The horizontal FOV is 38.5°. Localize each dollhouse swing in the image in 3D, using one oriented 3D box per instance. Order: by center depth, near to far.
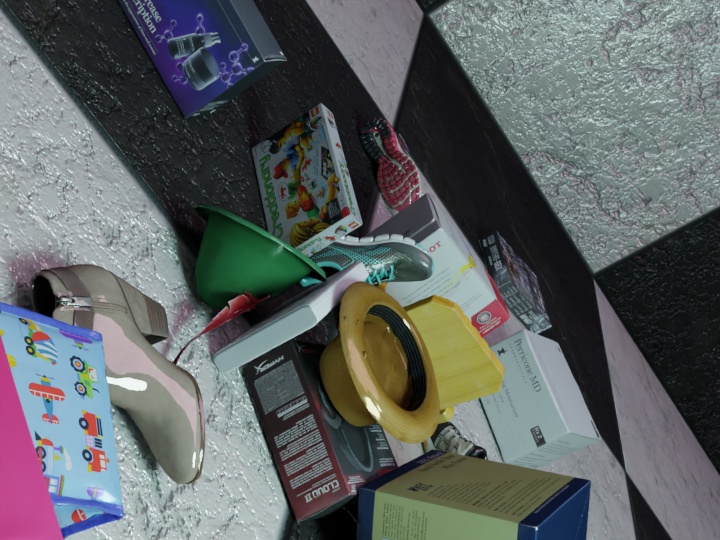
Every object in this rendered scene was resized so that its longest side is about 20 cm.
[{"bbox_3d":[0.097,0.090,1.460,0.201,0.175,0.182,51,23,-20],"label":"dollhouse swing"}]

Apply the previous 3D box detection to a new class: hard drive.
[{"bbox_3d":[-0.074,0.049,1.170,0.027,0.131,0.200,59,20,-4],"label":"hard drive"}]

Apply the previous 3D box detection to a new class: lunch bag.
[{"bbox_3d":[-0.262,0.093,0.699,0.200,0.093,0.152,42,26,-55],"label":"lunch bag"}]

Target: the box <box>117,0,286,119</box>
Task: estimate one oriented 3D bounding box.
[{"bbox_3d":[-0.209,-0.319,1.325,0.201,0.140,0.079,59,20,-1],"label":"box"}]

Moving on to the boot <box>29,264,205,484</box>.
[{"bbox_3d":[-0.217,0.089,0.894,0.146,0.070,0.202,16,47,-54],"label":"boot"}]

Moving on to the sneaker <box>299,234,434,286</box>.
[{"bbox_3d":[0.000,0.000,1.390,0.078,0.197,0.092,92,7,-48],"label":"sneaker"}]

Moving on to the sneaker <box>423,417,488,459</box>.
[{"bbox_3d":[0.142,0.263,1.462,0.076,0.087,0.201,43,25,-34],"label":"sneaker"}]

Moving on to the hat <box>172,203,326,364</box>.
[{"bbox_3d":[-0.153,0.039,1.141,0.165,0.177,0.200,20,-11,37],"label":"hat"}]

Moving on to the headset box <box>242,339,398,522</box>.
[{"bbox_3d":[-0.036,0.188,1.159,0.148,0.077,0.202,17,46,-62],"label":"headset box"}]

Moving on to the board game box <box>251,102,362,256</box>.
[{"bbox_3d":[-0.075,-0.116,1.392,0.035,0.125,0.202,35,32,-49],"label":"board game box"}]

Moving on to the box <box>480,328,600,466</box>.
[{"bbox_3d":[0.307,0.230,1.830,0.199,0.130,0.201,23,42,-59],"label":"box"}]

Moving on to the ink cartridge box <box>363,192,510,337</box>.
[{"bbox_3d":[0.111,0.013,1.610,0.200,0.145,0.145,51,12,-25],"label":"ink cartridge box"}]

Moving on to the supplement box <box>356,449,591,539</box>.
[{"bbox_3d":[0.123,0.295,1.115,0.199,0.198,0.136,-6,100,-62],"label":"supplement box"}]

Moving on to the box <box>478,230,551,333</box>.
[{"bbox_3d":[0.347,0.029,2.301,0.200,0.049,0.159,42,28,-40],"label":"box"}]

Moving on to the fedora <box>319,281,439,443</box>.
[{"bbox_3d":[0.011,0.111,1.148,0.201,0.081,0.202,44,30,-34],"label":"fedora"}]

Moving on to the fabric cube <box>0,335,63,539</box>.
[{"bbox_3d":[-0.297,0.092,0.498,0.196,0.199,0.201,13,50,-61],"label":"fabric cube"}]

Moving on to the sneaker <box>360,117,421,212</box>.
[{"bbox_3d":[0.070,-0.191,1.898,0.075,0.080,0.202,30,36,-57],"label":"sneaker"}]
